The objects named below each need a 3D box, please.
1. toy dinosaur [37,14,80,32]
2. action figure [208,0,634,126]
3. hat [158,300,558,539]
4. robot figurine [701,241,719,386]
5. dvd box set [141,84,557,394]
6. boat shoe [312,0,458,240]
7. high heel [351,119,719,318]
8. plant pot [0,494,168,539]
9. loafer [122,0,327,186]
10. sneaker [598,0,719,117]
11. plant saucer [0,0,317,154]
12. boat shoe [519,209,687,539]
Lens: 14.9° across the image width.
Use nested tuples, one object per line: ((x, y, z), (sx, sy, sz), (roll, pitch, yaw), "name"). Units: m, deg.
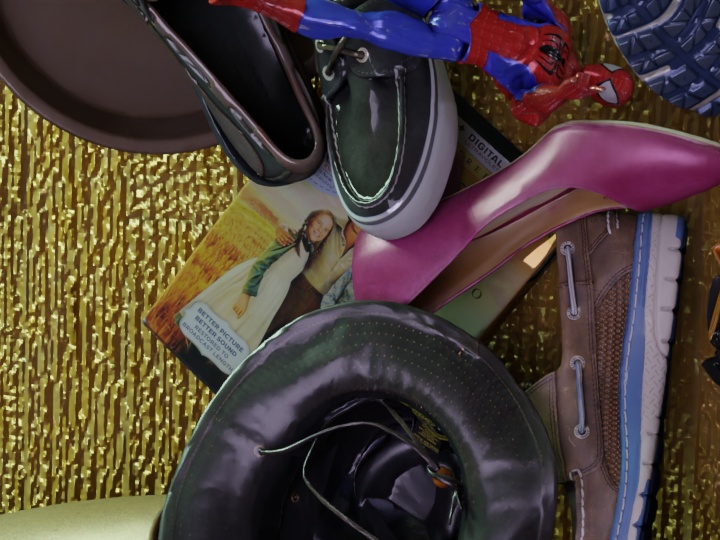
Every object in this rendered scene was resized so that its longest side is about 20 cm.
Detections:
((-0.165, -0.201, 1.395), (0.199, 0.086, 0.136), (22, 99, 13), "toy dinosaur")
((0.041, -0.118, 1.230), (0.199, 0.099, 0.066), (19, 73, -14), "action figure")
((0.005, 0.119, 1.298), (0.199, 0.081, 0.202), (-2, 80, 14), "hat")
((0.222, 0.028, 1.214), (0.145, 0.058, 0.201), (-38, 41, 14), "robot figurine")
((0.000, 0.000, 1.375), (0.146, 0.029, 0.200), (43, 111, 10), "dvd box set")
((0.002, -0.113, 1.300), (0.068, 0.056, 0.202), (-18, 62, 34), "boat shoe")
((0.081, -0.016, 1.265), (0.199, 0.067, 0.097), (-1, 76, 31), "high heel")
((-0.144, 0.190, 1.366), (0.199, 0.186, 0.187), (-30, 85, 32), "plant pot")
((-0.073, -0.131, 1.311), (0.072, 0.063, 0.201), (-35, 99, -8), "loafer")
((0.128, -0.159, 1.277), (0.077, 0.085, 0.200), (-37, 105, 17), "sneaker")
((-0.101, -0.158, 1.351), (0.198, 0.029, 0.202), (-1, 93, -10), "plant saucer")
((0.108, 0.071, 1.302), (0.072, 0.072, 0.202), (7, 81, 10), "boat shoe")
